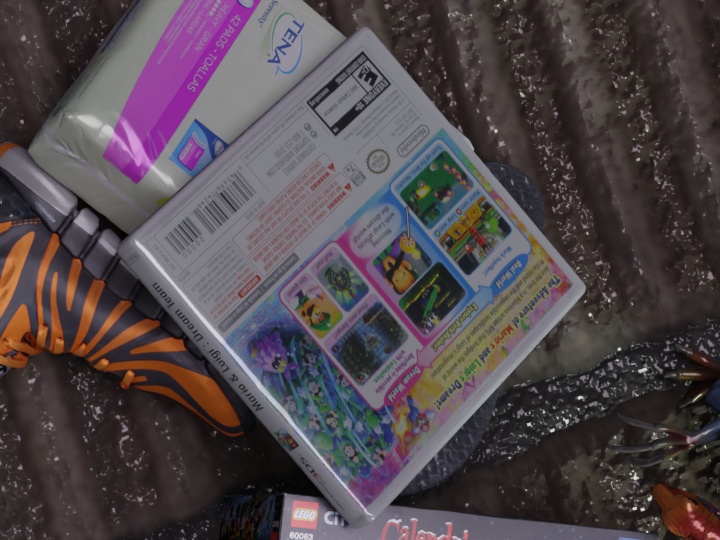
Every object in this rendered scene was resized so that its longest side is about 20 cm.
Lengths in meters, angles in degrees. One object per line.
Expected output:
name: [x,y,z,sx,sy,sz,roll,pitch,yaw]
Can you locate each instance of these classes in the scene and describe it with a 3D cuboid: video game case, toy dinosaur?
video game case: [0.000,0.000,1.428,0.182,0.024,0.200,50,53,-6]
toy dinosaur: [0.204,0.089,1.501,0.200,0.182,0.105,-42,103,8]

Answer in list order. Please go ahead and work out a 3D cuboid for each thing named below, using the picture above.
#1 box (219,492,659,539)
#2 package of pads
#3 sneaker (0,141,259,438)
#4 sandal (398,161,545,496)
box: [0.038,0.144,1.475,0.199,0.137,0.038,7,84,-14]
package of pads: [-0.051,-0.063,1.479,0.200,0.068,0.155,39,55,-12]
sneaker: [-0.150,0.038,1.471,0.200,0.078,0.112,43,80,2]
sandal: [0.045,0.037,1.540,0.076,0.043,0.201,34,68,-18]
